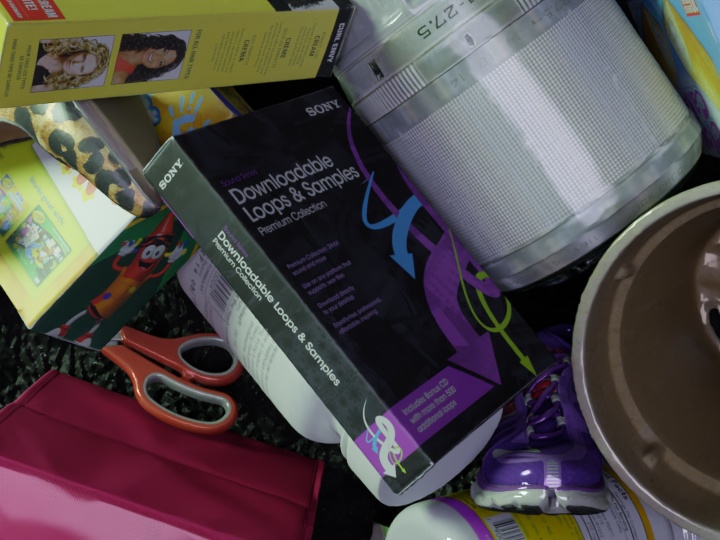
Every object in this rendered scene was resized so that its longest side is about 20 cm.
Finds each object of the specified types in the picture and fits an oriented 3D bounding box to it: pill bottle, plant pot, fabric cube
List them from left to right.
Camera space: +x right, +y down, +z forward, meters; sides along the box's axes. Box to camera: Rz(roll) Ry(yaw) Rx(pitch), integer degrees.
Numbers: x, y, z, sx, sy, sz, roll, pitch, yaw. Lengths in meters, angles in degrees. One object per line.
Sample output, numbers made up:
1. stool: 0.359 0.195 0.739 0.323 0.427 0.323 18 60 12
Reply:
1. fabric cube: -0.149 0.201 0.783 0.199 0.200 0.197 20 98 -1
2. pill bottle: -0.013 0.036 0.752 0.114 0.114 0.200 -47 59 8
3. pill bottle: 0.120 0.175 0.785 0.199 0.104 0.105 -7 100 -31
4. plant pot: 0.243 0.033 0.736 0.200 0.183 0.201 6 104 24

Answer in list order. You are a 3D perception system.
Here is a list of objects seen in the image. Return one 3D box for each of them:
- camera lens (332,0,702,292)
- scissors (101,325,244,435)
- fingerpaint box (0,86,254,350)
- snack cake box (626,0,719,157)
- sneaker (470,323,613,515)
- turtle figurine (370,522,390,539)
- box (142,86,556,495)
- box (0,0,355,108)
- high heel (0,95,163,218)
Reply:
1. camera lens: 0.089 -0.101 0.749 0.160 0.160 0.200 -36 96 7
2. scissors: -0.168 0.047 0.833 0.199 0.014 0.073 21 59 -2
3. fingerpaint box: -0.166 -0.083 0.759 0.167 0.073 0.200 -46 62 8
4. snack cake box: 0.214 -0.125 0.720 0.067 0.200 0.115 -23 97 6
5. sneaker: 0.108 0.084 0.756 0.080 0.200 0.084 0 105 10
6. turtle figurine: 0.029 0.269 0.799 0.143 0.200 0.195 19 80 13
7. box: 0.000 0.000 0.653 0.200 0.143 0.036 50 126 8
8. box: -0.105 -0.130 0.653 0.075 0.199 0.050 51 136 32
9. high heel: -0.187 -0.058 0.687 0.143 0.071 0.200 -48 59 14
